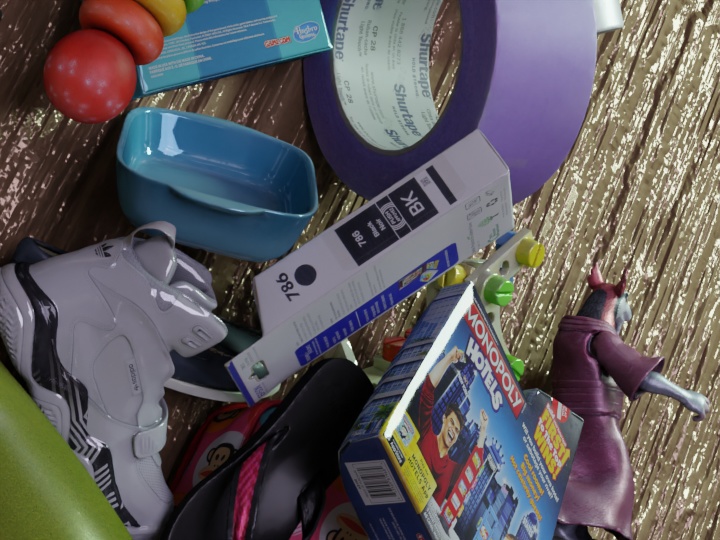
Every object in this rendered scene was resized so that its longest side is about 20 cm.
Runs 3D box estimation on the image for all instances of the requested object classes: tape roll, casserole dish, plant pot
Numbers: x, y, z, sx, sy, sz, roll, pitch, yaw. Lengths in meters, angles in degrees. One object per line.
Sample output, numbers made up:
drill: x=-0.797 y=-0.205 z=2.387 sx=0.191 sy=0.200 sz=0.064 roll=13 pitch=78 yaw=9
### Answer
tape roll: x=0.053 y=-0.140 z=1.386 sx=0.084 sy=0.199 sz=0.202 roll=2 pitch=83 yaw=-36
casserole dish: x=-0.088 y=-0.050 z=1.290 sx=0.120 sy=0.200 sz=0.039 roll=14 pitch=105 yaw=-7
plant pot: x=-0.222 y=0.140 z=1.155 sx=0.200 sy=0.200 sz=0.194 roll=-24 pitch=87 yaw=-37

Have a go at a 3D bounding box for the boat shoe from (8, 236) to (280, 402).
boat shoe: x=-0.125 y=0.027 z=1.303 sx=0.199 sy=0.075 sz=0.062 roll=17 pitch=105 yaw=-28

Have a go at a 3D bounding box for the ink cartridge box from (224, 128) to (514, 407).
ink cartridge box: x=0.000 y=0.000 z=1.282 sx=0.199 sy=0.100 sz=0.039 roll=-35 pitch=73 yaw=-7

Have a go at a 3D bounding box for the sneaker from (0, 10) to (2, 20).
sneaker: x=-0.221 y=-0.169 z=1.204 sx=0.116 sy=0.075 sz=0.200 roll=55 pitch=21 yaw=18

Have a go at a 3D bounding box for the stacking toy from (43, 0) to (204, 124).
stacking toy: x=-0.123 y=-0.173 z=1.278 sx=0.085 sy=0.085 sz=0.201 roll=42 pitch=68 yaw=-26

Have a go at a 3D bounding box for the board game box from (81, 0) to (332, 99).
board game box: x=-0.112 y=-0.219 z=1.364 sx=0.150 sy=0.047 sz=0.202 roll=-17 pitch=95 yaw=-37

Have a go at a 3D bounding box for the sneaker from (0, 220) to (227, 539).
sneaker: x=-0.121 y=0.063 z=1.230 sx=0.114 sy=0.075 sz=0.201 roll=-24 pitch=122 yaw=1

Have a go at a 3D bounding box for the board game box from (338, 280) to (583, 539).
board game box: x=0.065 y=0.118 z=1.345 sx=0.201 sy=0.061 sz=0.200 roll=64 pitch=36 yaw=-26

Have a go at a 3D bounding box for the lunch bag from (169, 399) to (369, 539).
lunch bag: x=-0.039 y=0.195 z=1.345 sx=0.200 sy=0.082 sz=0.177 roll=39 pitch=63 yaw=-28

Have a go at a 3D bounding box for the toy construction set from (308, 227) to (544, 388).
toy construction set: x=0.030 y=0.045 z=1.412 sx=0.199 sy=0.092 sz=0.132 roll=-7 pitch=113 yaw=-31

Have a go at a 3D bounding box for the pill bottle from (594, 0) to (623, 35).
pill bottle: x=0.122 y=-0.258 z=1.512 sx=0.110 sy=0.111 sz=0.202 roll=-14 pitch=93 yaw=-38

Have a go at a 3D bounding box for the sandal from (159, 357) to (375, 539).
sandal: x=-0.050 y=0.132 z=1.268 sx=0.075 sy=0.045 sz=0.200 roll=49 pitch=64 yaw=-26

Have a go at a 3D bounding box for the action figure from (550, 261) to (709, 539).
action figure: x=0.149 y=0.094 z=1.499 sx=0.148 sy=0.134 sz=0.202 roll=5 pitch=84 yaw=-21
